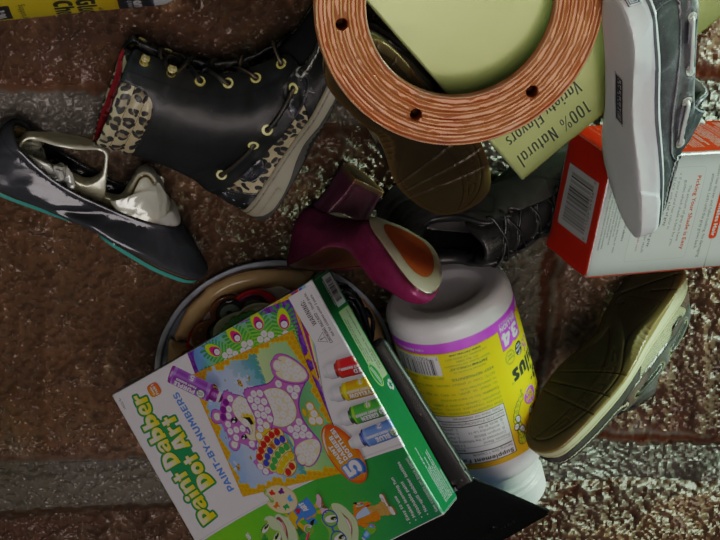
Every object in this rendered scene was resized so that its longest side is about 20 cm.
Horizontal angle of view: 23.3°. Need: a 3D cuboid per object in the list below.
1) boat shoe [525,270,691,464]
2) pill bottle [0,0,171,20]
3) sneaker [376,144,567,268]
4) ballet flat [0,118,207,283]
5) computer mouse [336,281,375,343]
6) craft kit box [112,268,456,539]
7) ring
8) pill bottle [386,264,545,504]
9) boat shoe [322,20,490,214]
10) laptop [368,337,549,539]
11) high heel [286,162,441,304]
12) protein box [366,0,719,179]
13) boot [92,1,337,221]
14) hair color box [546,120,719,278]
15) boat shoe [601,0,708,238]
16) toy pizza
[{"bbox_3d":[0.209,0.082,1.403,0.201,0.071,0.066,-53,126,-22],"label":"boat shoe"},{"bbox_3d":[-0.183,-0.237,1.212,0.197,0.112,0.113,-6,117,-3],"label":"pill bottle"},{"bbox_3d":[0.115,-0.040,1.358,0.198,0.091,0.077,-16,116,0],"label":"sneaker"},{"bbox_3d":[-0.194,-0.058,1.325,0.198,0.073,0.073,26,111,-16],"label":"ballet flat"},{"bbox_3d":[-0.071,0.102,1.386,0.198,0.053,0.139,-21,115,11],"label":"computer mouse"},{"bbox_3d":[-0.059,0.132,1.322,0.196,0.048,0.201,-30,92,25],"label":"craft kit box"},{"bbox_3d":[0.066,-0.182,1.164,0.198,0.019,0.203,-4,114,-8],"label":"ring"},{"bbox_3d":[0.093,0.100,1.416,0.103,0.105,0.202,-17,118,2],"label":"pill bottle"},{"bbox_3d":[0.035,-0.117,1.262,0.073,0.065,0.200,-26,136,12],"label":"boat shoe"},{"bbox_3d":[0.013,0.170,1.390,0.186,0.116,0.201,-32,91,21],"label":"laptop"},{"bbox_3d":[0.000,0.000,1.304,0.067,0.200,0.097,26,106,-24],"label":"high heel"},{"bbox_3d":[0.118,-0.219,1.244,0.198,0.135,0.200,-39,114,12],"label":"protein box"},{"bbox_3d":[-0.096,-0.146,1.286,0.152,0.074,0.205,20,116,-17],"label":"boot"},{"bbox_3d":[0.248,-0.058,1.345,0.198,0.061,0.103,-4,117,-28],"label":"hair color box"},{"bbox_3d":[0.206,-0.111,1.199,0.067,0.072,0.202,-15,127,-9],"label":"boat shoe"},{"bbox_3d":[-0.070,0.086,1.430,0.198,0.032,0.202,-3,116,-5],"label":"toy pizza"}]
